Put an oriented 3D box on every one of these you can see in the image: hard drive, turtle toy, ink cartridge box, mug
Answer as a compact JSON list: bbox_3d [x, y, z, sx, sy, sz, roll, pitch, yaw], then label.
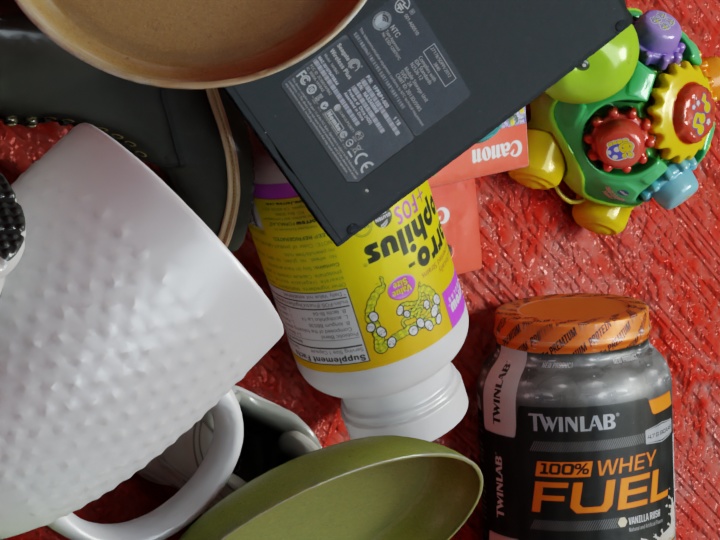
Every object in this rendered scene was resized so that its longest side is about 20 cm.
[{"bbox_3d":[0.032,-0.121,1.246,0.200,0.033,0.140,-37,128,-2],"label":"hard drive"},{"bbox_3d":[0.161,-0.110,1.518,0.200,0.101,0.146,31,74,-45],"label":"turtle toy"},{"bbox_3d":[0.048,-0.089,1.443,0.109,0.050,0.200,-14,104,-44],"label":"ink cartridge box"},{"bbox_3d":[-0.137,0.057,1.200,0.175,0.148,0.200,-44,124,-10],"label":"mug"}]

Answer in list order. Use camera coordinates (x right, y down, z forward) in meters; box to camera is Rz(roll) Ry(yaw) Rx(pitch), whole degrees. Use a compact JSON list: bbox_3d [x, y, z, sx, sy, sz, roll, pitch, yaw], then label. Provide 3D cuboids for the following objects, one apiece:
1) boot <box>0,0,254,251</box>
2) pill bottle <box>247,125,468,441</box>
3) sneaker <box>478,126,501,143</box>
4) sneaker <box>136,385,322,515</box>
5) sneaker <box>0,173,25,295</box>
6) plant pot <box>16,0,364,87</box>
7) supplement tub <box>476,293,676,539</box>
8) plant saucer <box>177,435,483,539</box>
[{"bbox_3d":[-0.134,-0.081,1.261,0.138,0.077,0.200,-19,129,-16],"label":"boot"},{"bbox_3d":[0.000,0.000,1.369,0.104,0.104,0.200,-38,121,-36],"label":"pill bottle"},{"bbox_3d":[0.096,-0.163,1.407,0.200,0.077,0.080,-54,138,-15],"label":"sneaker"},{"bbox_3d":[-0.048,0.118,1.339,0.200,0.099,0.078,36,70,-42],"label":"sneaker"},{"bbox_3d":[-0.208,-0.046,1.125,0.074,0.200,0.080,1,135,-22],"label":"sneaker"},{"bbox_3d":[-0.082,-0.178,1.176,0.027,0.200,0.200,101,13,-73],"label":"plant pot"},{"bbox_3d":[0.135,0.120,1.511,0.122,0.122,0.200,-14,105,-44],"label":"supplement tub"},{"bbox_3d":[-0.029,0.144,1.297,0.200,0.200,0.031,0,52,-46],"label":"plant saucer"}]
